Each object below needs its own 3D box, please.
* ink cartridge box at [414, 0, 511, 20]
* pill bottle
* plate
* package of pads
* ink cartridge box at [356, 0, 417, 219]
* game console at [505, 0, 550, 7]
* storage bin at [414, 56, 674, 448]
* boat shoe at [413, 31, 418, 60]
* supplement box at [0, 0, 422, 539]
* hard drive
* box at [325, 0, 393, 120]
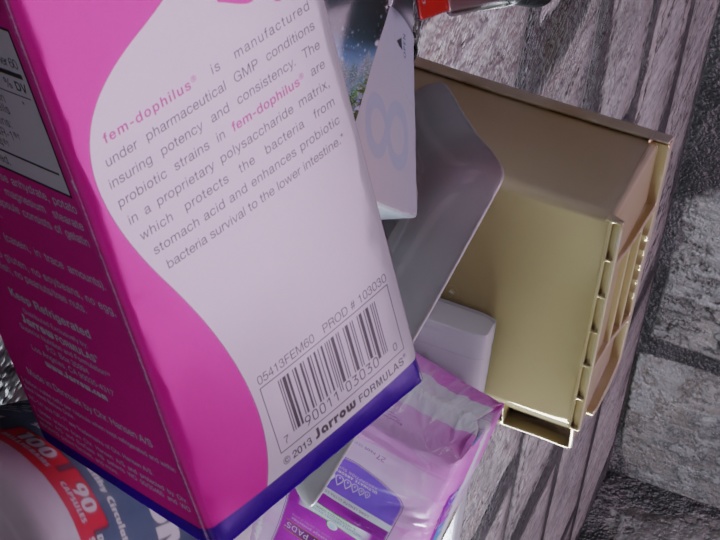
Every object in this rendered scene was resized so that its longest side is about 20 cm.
[{"bbox_3d":[0.046,-0.230,0.847,0.174,0.043,0.202,-47,128,-75],"label":"ink cartridge box"},{"bbox_3d":[-0.119,0.109,0.669,0.200,0.119,0.121,-7,115,-72],"label":"pill bottle"},{"bbox_3d":[0.000,0.000,0.915,0.201,0.032,0.200,-60,-164,14],"label":"plate"},{"bbox_3d":[0.001,0.134,1.070,0.076,0.120,0.201,-42,159,-48],"label":"package of pads"},{"bbox_3d":[-0.031,-0.115,0.732,0.200,0.047,0.162,18,70,-66],"label":"ink cartridge box"},{"bbox_3d":[0.032,-0.175,0.643,0.199,0.173,0.119,2,138,-50],"label":"game console"},{"bbox_3d":[0.075,-0.011,1.079,0.094,0.198,0.200,-54,157,-46],"label":"storage bin"},{"bbox_3d":[-0.003,-0.123,0.932,0.071,0.063,0.202,-45,150,-59],"label":"boat shoe"},{"bbox_3d":[-0.066,-0.031,0.533,0.101,0.103,0.201,-36,130,-29],"label":"supplement box"},{"bbox_3d":[0.013,0.094,1.108,0.027,0.131,0.201,-53,156,-49],"label":"hard drive"},{"bbox_3d":[-0.083,-0.061,0.608,0.199,0.038,0.138,12,96,-48],"label":"box"}]
